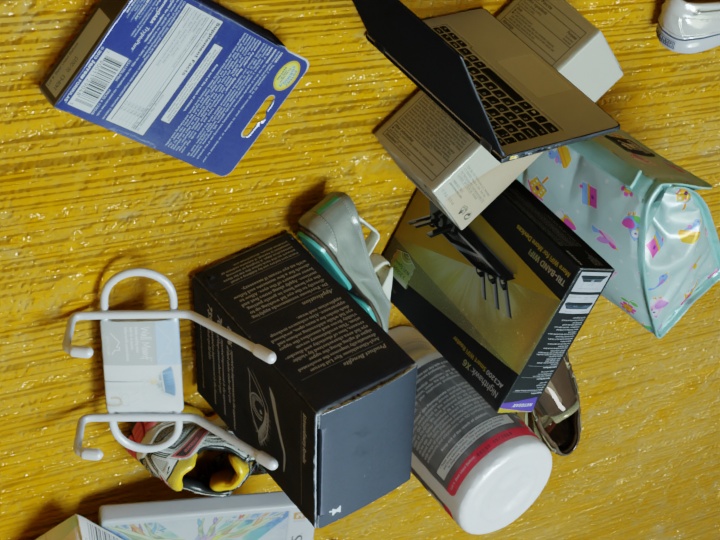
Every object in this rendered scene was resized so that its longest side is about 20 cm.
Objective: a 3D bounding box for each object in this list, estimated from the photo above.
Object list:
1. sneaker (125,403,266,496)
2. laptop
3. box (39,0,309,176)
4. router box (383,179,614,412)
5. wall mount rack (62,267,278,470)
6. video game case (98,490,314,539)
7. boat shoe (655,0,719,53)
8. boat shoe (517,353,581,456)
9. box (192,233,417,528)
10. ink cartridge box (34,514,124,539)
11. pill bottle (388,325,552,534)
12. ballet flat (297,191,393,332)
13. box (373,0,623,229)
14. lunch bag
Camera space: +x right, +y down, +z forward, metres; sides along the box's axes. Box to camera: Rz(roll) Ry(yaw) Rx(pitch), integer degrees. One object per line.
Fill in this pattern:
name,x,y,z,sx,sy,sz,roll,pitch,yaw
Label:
sneaker,-0.120,0.173,1.790,0.199,0.082,0.078,1,125,-46
laptop,0.088,-0.186,1.543,0.199,0.187,0.116,-16,136,-33
box,-0.137,-0.149,1.493,0.121,0.032,0.200,-52,142,12
router box,0.113,0.004,1.749,0.052,0.200,0.158,2,124,-45
wall mount rack,-0.155,0.096,1.629,0.173,0.075,0.201,0,128,-1
video game case,-0.145,0.270,1.834,0.199,0.022,0.183,-3,139,-10
boat shoe,0.365,-0.268,1.841,0.199,0.071,0.070,-20,141,-20
boat shoe,0.203,0.123,2.062,0.075,0.075,0.203,-35,143,-13
box,-0.050,0.093,1.677,0.104,0.200,0.149,-25,141,-26
ink cartridge box,-0.276,0.312,1.794,0.199,0.050,0.161,-31,138,21
pill bottle,0.081,0.145,1.858,0.110,0.200,0.111,-26,142,-23
ballet flat,0.000,0.000,1.752,0.064,0.067,0.200,-47,147,-14
box,0.121,-0.144,1.700,0.200,0.095,0.078,-42,145,0
lunch bag,0.241,-0.061,1.835,0.122,0.170,0.200,-43,143,-12
